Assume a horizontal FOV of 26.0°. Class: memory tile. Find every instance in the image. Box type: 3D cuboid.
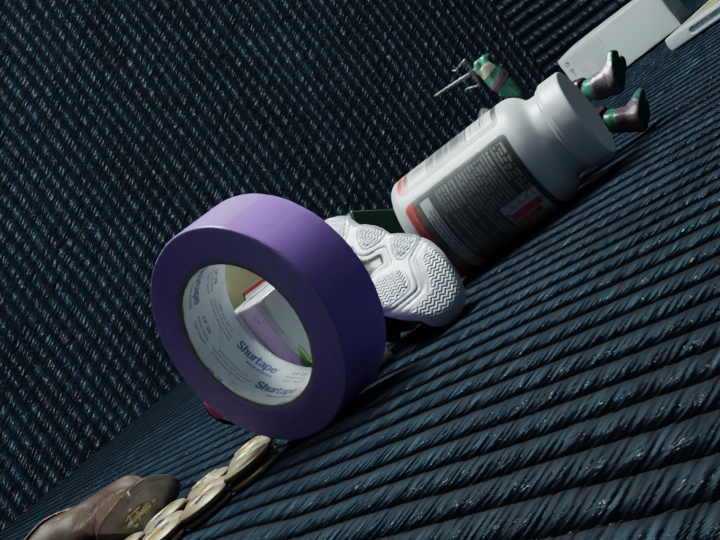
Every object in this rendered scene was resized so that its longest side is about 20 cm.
[{"bbox_3d":[-0.155,0.213,1.371,0.200,0.017,0.153,-38,4,-1],"label":"memory tile"}]

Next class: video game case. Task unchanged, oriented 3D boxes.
[{"bbox_3d":[0.528,-0.391,2.133,0.200,0.023,0.182,-41,4,-36],"label":"video game case"}]

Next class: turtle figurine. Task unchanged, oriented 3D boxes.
[{"bbox_3d":[0.183,-0.158,1.579,0.199,0.102,0.149,-10,-20,29],"label":"turtle figurine"}]

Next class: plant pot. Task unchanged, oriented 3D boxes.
[{"bbox_3d":[-0.266,0.059,3.375,0.133,0.202,0.200,3,19,19],"label":"plant pot"}]

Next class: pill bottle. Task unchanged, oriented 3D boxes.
[{"bbox_3d":[0.137,-0.091,1.490,0.200,0.116,0.116,-37,4,20],"label":"pill bottle"}]

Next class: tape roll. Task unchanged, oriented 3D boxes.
[{"bbox_3d":[-0.079,0.040,1.303,0.200,0.201,0.066,-34,4,45],"label":"tape roll"}]

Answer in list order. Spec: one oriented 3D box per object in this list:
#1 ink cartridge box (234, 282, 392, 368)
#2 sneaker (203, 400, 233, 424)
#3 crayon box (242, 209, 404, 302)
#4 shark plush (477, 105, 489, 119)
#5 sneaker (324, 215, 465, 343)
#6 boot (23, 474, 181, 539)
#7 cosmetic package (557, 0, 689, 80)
[{"bbox_3d":[-0.057,0.063,1.453,0.067,0.117,0.200,-41,4,-17],"label":"ink cartridge box"},{"bbox_3d":[-0.096,0.107,1.574,0.087,0.074,0.200,-35,0,42],"label":"sneaker"},{"bbox_3d":[0.000,0.000,1.675,0.172,0.059,0.200,-6,-21,-45],"label":"crayon box"},{"bbox_3d":[0.222,-0.192,2.688,0.084,0.090,0.201,118,173,-45],"label":"shark plush"},{"bbox_3d":[0.039,0.020,1.400,0.199,0.114,0.076,24,73,47],"label":"sneaker"},{"bbox_3d":[-0.269,0.266,1.554,0.186,0.064,0.200,-42,9,-17],"label":"boot"},{"bbox_3d":[0.429,-0.378,2.533,0.200,0.081,0.113,-35,5,29],"label":"cosmetic package"}]
